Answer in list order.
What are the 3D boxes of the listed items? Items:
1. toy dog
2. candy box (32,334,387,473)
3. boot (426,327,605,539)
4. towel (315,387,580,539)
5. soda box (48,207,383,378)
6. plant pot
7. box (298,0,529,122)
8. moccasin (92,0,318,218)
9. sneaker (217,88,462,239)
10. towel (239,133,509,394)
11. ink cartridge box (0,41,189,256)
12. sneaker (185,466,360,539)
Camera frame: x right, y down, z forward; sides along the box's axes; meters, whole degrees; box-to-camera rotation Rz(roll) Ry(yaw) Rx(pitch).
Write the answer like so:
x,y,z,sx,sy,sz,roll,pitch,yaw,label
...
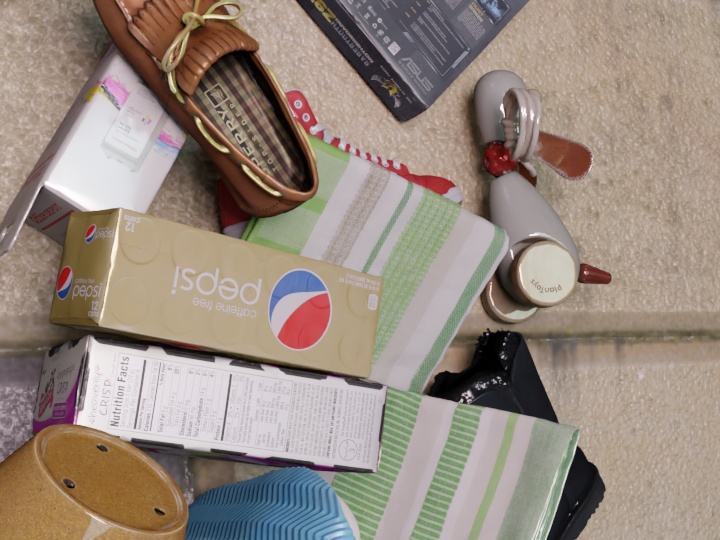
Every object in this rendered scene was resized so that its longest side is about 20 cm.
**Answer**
x,y,z,sx,sy,sz,roll,pitch,yaw,label
0.146,-0.054,0.894,0.095,0.132,0.203,-5,104,-15,toy dog
-0.100,0.091,0.742,0.198,0.136,0.062,13,77,-23,candy box
0.091,0.163,0.849,0.200,0.076,0.169,-48,115,-30,boot
0.037,0.157,0.775,0.023,0.198,0.154,40,66,-45,towel
-0.082,0.017,0.693,0.199,0.064,0.069,16,80,-40,soda box
-0.183,0.191,0.620,0.185,0.187,0.201,27,103,-21,plant pot
0.026,-0.244,0.893,0.200,0.051,0.158,48,67,-13,box
-0.092,-0.122,0.674,0.073,0.078,0.203,-33,99,-26,moccasin
-0.016,-0.079,0.841,0.198,0.071,0.114,-10,85,-31,sneaker
0.000,0.000,0.809,0.199,0.031,0.150,23,102,-34,towel
-0.163,-0.078,0.743,0.067,0.116,0.201,33,72,-19,ink cartridge box
-0.053,0.180,0.720,0.081,0.199,0.077,49,59,-14,sneaker
